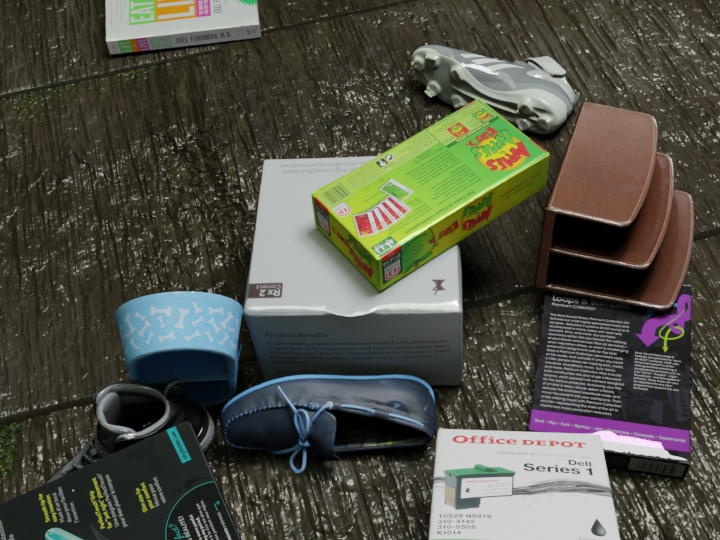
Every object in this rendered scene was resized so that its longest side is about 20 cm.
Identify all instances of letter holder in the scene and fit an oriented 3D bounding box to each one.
[{"bbox_3d":[0.269,-0.067,1.034,0.142,0.101,0.200,13,42,15],"label":"letter holder"}]

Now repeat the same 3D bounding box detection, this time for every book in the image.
[{"bbox_3d":[-0.238,-0.353,1.380,0.200,0.048,0.134,-8,55,-2],"label":"book"}]

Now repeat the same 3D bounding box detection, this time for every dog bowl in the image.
[{"bbox_3d":[-0.161,0.079,0.933,0.111,0.200,0.050,-2,66,-8],"label":"dog bowl"}]

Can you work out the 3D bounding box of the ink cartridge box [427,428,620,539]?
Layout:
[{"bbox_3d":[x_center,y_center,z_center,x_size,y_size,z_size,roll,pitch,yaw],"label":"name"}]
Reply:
[{"bbox_3d":[0.126,0.212,0.811,0.146,0.084,0.200,1,25,6],"label":"ink cartridge box"}]

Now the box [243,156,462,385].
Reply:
[{"bbox_3d":[0.000,0.000,1.014,0.199,0.131,0.200,-1,52,5],"label":"box"}]

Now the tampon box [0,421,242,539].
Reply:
[{"bbox_3d":[-0.195,0.248,0.839,0.200,0.126,0.150,-23,53,-11],"label":"tampon box"}]

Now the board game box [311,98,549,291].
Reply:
[{"bbox_3d":[0.066,-0.074,0.954,0.200,0.048,0.102,-32,56,-20],"label":"board game box"}]

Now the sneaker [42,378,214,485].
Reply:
[{"bbox_3d":[-0.230,0.164,0.911,0.200,0.114,0.075,-33,60,-13],"label":"sneaker"}]

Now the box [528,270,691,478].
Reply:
[{"bbox_3d":[0.240,0.092,0.977,0.143,0.036,0.200,7,54,11],"label":"box"}]

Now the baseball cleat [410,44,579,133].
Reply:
[{"bbox_3d":[0.162,-0.227,1.228,0.200,0.070,0.106,30,53,15],"label":"baseball cleat"}]

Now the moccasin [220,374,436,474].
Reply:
[{"bbox_3d":[-0.029,0.136,0.938,0.200,0.080,0.068,-9,40,0],"label":"moccasin"}]
